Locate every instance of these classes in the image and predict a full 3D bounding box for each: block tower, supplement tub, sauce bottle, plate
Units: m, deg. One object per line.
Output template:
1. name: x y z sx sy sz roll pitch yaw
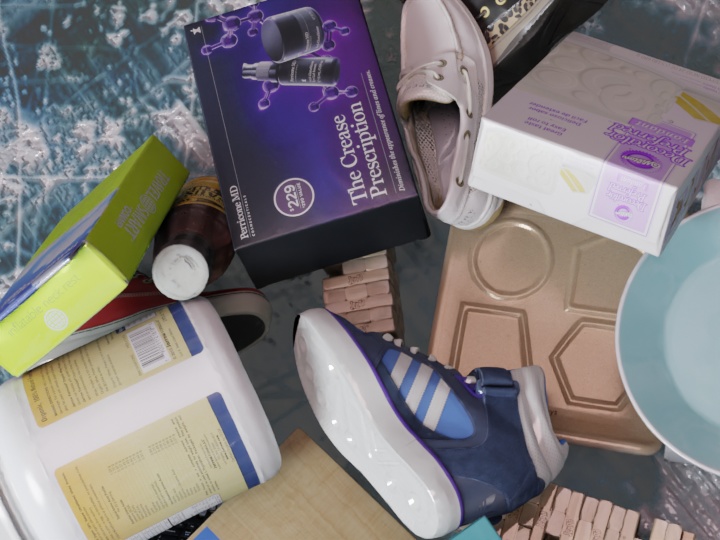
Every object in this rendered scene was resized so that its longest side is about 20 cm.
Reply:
1. block tower: 0.137 0.184 0.937 0.199 0.054 0.058 15 76 16
2. supplement tub: -0.171 0.120 0.915 0.199 0.145 0.145 -25 69 -9
3. sauce bottle: -0.123 -0.025 0.985 0.065 0.200 0.067 -1 104 -2
4. plate: 0.276 0.048 0.890 0.199 0.026 0.202 -4 71 11
5. block tower: 0.000 0.000 1.017 0.057 0.054 0.201 -10 72 8

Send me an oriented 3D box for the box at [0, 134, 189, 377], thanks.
1. box: -0.196 -0.009 0.921 0.122 0.200 0.048 -38 107 24

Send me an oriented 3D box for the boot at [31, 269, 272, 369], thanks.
1. boot: -0.171 0.012 1.046 0.199 0.073 0.145 -12 51 5

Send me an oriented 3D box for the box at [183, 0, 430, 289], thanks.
1. box: -0.043 -0.106 0.983 0.140 0.079 0.201 -18 65 4

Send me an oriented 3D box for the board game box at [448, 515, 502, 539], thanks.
1. board game box: -0.001 0.248 0.845 0.199 0.151 0.047 -31 76 -20

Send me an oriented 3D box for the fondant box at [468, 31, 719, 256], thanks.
1. fondant box: 0.184 -0.100 0.950 0.144 0.059 0.200 22 36 18

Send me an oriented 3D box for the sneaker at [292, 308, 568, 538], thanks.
1. sneaker: 0.057 0.089 0.924 0.146 0.081 0.200 -19 54 -29

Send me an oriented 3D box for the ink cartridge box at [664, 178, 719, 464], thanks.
1. ink cartridge box: 0.291 0.043 0.938 0.115 0.068 0.201 8 75 15

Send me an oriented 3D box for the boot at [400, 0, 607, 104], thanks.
1. boot: 0.118 -0.248 1.049 0.200 0.073 0.151 -46 64 23

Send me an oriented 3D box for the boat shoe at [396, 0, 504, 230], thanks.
1. boat shoe: 0.060 -0.132 1.000 0.071 0.069 0.201 -24 70 37

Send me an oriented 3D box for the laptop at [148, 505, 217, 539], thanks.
1. laptop: -0.205 0.154 0.993 0.176 0.200 0.104 5 118 15

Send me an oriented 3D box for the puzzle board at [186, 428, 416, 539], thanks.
1. puzzle board: -0.025 0.234 0.939 0.200 0.017 0.151 42 66 10

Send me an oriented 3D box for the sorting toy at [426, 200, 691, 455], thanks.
1. sorting toy: 0.150 0.035 0.994 0.184 0.037 0.201 7 70 15
